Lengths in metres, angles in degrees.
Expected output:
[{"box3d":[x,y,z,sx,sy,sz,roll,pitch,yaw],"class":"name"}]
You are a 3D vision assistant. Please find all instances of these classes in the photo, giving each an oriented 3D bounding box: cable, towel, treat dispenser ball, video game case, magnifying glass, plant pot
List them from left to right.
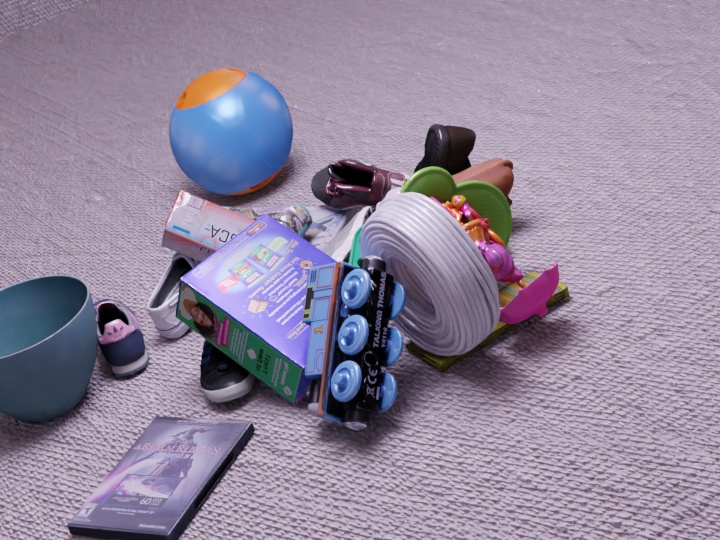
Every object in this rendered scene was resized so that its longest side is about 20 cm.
[{"box3d":[-0.422,0.116,1.787,0.198,0.136,0.201,-14,28,7],"class":"plant pot"},{"box3d":[-0.226,0.236,1.583,0.141,0.019,0.200,-1,33,28],"class":"video game case"},{"box3d":[-0.207,-0.222,2.210,0.198,0.203,0.202,-13,28,7],"class":"treat dispenser ball"},{"box3d":[-0.115,-0.037,2.014,0.180,0.022,0.201,-5,30,23],"class":"video game case"},{"box3d":[0.000,0.000,1.712,0.079,0.023,0.200,30,43,15],"class":"magnifying glass"},{"box3d":[0.076,0.005,1.602,0.069,0.201,0.199,-36,24,-21],"class":"cable"},{"box3d":[0.157,0.061,1.691,0.199,0.018,0.086,-29,24,-20],"class":"towel"}]

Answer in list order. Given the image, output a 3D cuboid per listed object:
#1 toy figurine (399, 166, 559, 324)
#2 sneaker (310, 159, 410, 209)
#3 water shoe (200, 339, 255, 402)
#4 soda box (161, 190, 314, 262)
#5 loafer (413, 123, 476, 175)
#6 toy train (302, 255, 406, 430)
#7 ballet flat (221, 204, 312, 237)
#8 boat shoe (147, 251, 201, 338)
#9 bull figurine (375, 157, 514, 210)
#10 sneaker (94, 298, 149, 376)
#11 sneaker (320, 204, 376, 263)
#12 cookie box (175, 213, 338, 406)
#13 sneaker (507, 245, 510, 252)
[{"box3d":[0.154,-0.019,1.642,0.150,0.200,0.184,-46,39,-2],"class":"toy figurine"},{"box3d":[-0.024,-0.134,1.976,0.199,0.077,0.115,6,-9,44],"class":"sneaker"},{"box3d":[-0.178,0.092,1.752,0.071,0.080,0.201,-16,28,2],"class":"water shoe"},{"box3d":[-0.166,-0.034,1.860,0.198,0.068,0.064,23,68,-5],"class":"soda box"},{"box3d":[0.120,-0.132,1.912,0.070,0.200,0.074,-6,66,-11],"class":"loafer"},{"box3d":[-0.012,0.084,1.579,0.114,0.086,0.202,-11,67,46],"class":"toy train"},{"box3d":[-0.166,-0.057,1.991,0.198,0.073,0.072,-3,30,28],"class":"ballet flat"},{"box3d":[-0.228,-0.003,1.903,0.073,0.067,0.201,5,55,27],"class":"boat shoe"},{"box3d":[0.119,-0.086,1.853,0.198,0.122,0.065,-20,55,-10],"class":"bull figurine"},{"box3d":[-0.338,0.067,1.886,0.070,0.083,0.200,-25,28,-15],"class":"sneaker"},{"box3d":[-0.021,-0.026,1.890,0.079,0.075,0.201,-7,29,29],"class":"sneaker"},{"box3d":[-0.099,0.045,1.709,0.199,0.076,0.171,34,49,20],"class":"cookie box"},{"box3d":[0.105,-0.021,1.790,0.199,0.087,0.077,-34,32,-29],"class":"sneaker"}]
